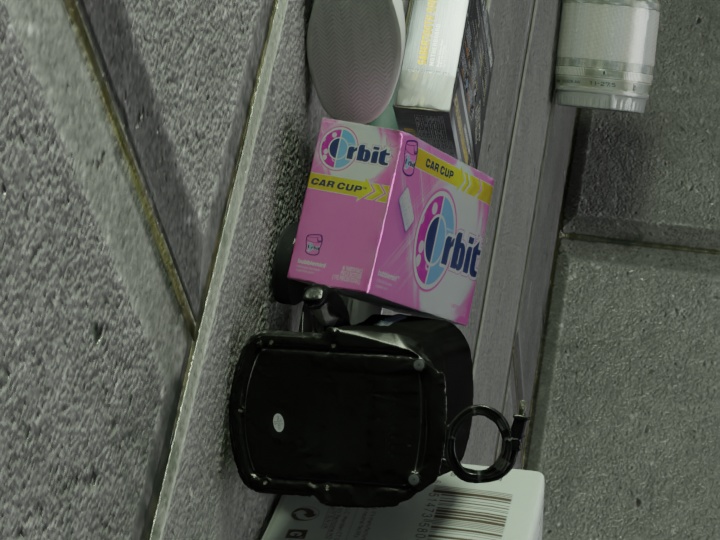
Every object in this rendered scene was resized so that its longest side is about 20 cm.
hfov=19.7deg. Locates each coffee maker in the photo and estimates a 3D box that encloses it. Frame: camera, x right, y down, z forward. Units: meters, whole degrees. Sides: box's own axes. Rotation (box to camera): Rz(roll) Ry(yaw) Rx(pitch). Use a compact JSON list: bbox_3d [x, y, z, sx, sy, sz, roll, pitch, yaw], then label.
[{"bbox_3d":[0.022,0.101,1.420,0.135,0.191,0.200,-65,169,7],"label":"coffee maker"}]

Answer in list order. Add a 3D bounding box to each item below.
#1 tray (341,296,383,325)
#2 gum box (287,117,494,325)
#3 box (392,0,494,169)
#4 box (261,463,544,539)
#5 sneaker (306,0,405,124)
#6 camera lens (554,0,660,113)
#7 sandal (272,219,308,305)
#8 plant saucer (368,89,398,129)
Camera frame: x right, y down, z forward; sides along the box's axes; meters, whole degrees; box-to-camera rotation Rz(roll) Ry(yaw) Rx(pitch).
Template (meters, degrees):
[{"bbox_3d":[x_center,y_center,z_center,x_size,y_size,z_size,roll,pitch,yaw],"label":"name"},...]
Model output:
[{"bbox_3d":[0.000,0.000,1.629,0.107,0.022,0.202,-163,-98,-77],"label":"tray"},{"bbox_3d":[0.029,-0.031,1.500,0.200,0.066,0.114,19,82,-65],"label":"gum box"},{"bbox_3d":[0.073,-0.159,1.736,0.200,0.048,0.160,71,28,-66],"label":"box"},{"bbox_3d":[0.027,0.258,1.532,0.199,0.198,0.173,-64,156,-64],"label":"box"},{"bbox_3d":[0.008,-0.214,1.482,0.116,0.073,0.201,-60,153,-59],"label":"sneaker"},{"bbox_3d":[0.399,-0.362,3.364,0.160,0.159,0.202,-18,114,-79],"label":"camera lens"},{"bbox_3d":[-0.021,-0.014,1.523,0.200,0.045,0.076,-48,142,-73],"label":"sandal"},{"bbox_3d":[0.030,-0.096,1.784,0.201,0.038,0.203,6,90,-80],"label":"plant saucer"}]
